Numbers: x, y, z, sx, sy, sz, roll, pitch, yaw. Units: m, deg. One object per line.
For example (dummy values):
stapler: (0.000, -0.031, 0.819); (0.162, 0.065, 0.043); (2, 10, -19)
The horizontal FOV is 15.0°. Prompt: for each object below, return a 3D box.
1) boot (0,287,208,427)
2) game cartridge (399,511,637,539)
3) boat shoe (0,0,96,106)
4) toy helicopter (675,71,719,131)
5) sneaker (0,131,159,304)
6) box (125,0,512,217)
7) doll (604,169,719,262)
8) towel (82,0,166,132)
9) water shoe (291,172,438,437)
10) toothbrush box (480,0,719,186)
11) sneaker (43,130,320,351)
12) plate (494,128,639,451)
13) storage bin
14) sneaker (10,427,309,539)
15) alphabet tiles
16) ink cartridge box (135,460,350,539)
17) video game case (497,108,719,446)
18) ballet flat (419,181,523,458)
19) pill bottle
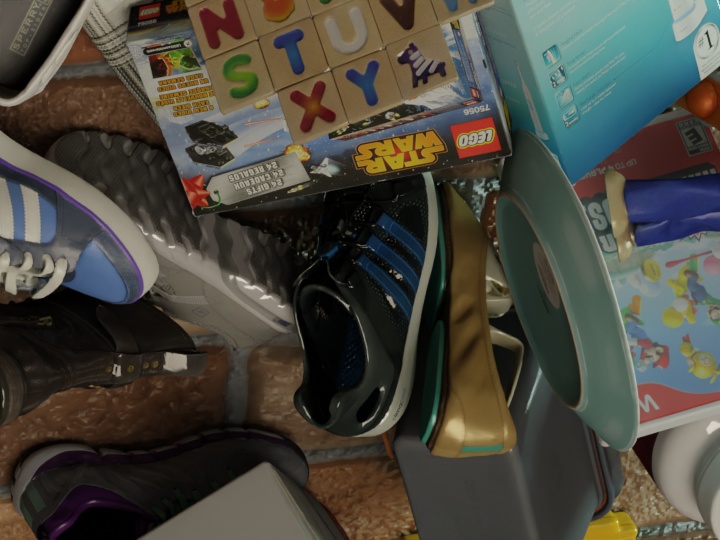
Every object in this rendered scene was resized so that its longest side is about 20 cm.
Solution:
boot: (-0.213, 0.036, 1.638); (0.174, 0.199, 0.070); (-16, 127, -50)
game cartridge: (0.107, 0.265, 1.950); (0.175, 0.032, 0.201); (-8, 124, -16)
boat shoe: (-0.162, -0.183, 1.527); (0.073, 0.065, 0.201); (17, 107, -10)
toy helicopter: (0.263, -0.110, 1.683); (0.131, 0.200, 0.080); (1, 90, -9)
sneaker: (-0.227, -0.003, 1.561); (0.200, 0.147, 0.080); (37, 148, -13)
box: (-0.022, -0.110, 1.587); (0.198, 0.040, 0.137); (-10, 130, 10)
doll: (0.251, -0.050, 1.671); (0.198, 0.049, 0.137); (-9, 157, 6)
towel: (-0.048, -0.153, 1.625); (0.199, 0.035, 0.193); (-35, 126, 3)
water shoe: (0.000, 0.000, 1.659); (0.079, 0.071, 0.202); (10, 79, -57)
toothbrush box: (0.125, -0.178, 1.617); (0.146, 0.085, 0.201); (-39, 130, -20)
sneaker: (-0.121, -0.007, 1.665); (0.200, 0.075, 0.082); (36, 125, -24)
plate: (0.115, 0.015, 1.614); (0.025, 0.200, 0.201); (-18, 126, -8)
storage bin: (0.078, 0.123, 1.764); (0.144, 0.135, 0.201); (-1, 128, 19)
sneaker: (-0.122, 0.156, 1.759); (0.198, 0.088, 0.075); (-5, 123, -18)
alphabet tiles: (-0.022, -0.178, 1.530); (0.165, 0.201, 0.006); (-21, 164, 8)
ink cartridge box: (-0.064, 0.232, 1.742); (0.145, 0.145, 0.200); (-32, 163, 1)
video game case: (0.185, 0.000, 1.723); (0.142, 0.201, 0.017); (-15, 159, -12)
ballet flat: (0.068, 0.033, 1.691); (0.063, 0.201, 0.069); (8, 143, -9)
pill bottle: (0.228, 0.091, 1.780); (0.112, 0.200, 0.114); (-10, 124, -15)
